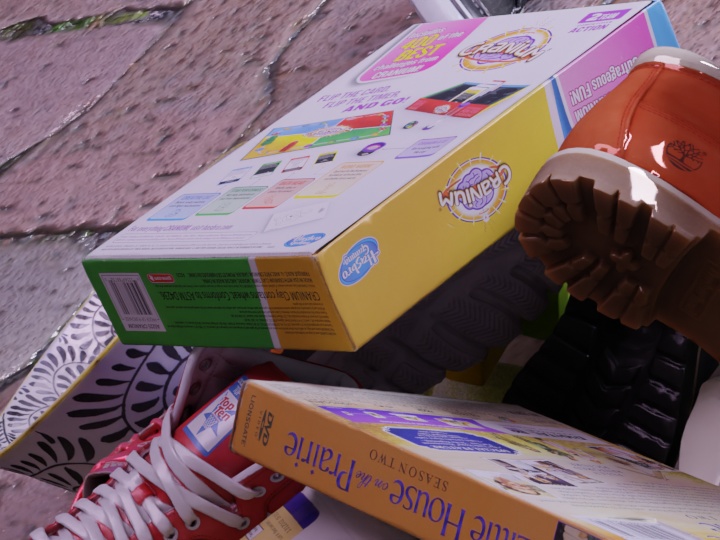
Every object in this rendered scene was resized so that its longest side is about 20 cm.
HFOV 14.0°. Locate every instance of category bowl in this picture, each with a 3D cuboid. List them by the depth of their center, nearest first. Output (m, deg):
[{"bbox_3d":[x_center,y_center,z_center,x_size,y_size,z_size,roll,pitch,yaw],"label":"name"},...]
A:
[{"bbox_3d":[-0.084,0.044,1.406,0.201,0.094,0.201,-47,10,11],"label":"bowl"}]

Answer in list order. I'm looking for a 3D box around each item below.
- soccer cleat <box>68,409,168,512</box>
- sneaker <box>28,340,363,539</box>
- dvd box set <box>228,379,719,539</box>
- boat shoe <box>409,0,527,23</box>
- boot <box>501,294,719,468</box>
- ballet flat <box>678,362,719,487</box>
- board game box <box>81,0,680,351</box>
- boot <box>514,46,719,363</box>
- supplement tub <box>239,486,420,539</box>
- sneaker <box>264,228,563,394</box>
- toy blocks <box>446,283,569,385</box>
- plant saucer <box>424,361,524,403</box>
[{"bbox_3d":[-0.081,0.093,1.246,0.068,0.073,0.200,-19,28,34],"label":"soccer cleat"},{"bbox_3d":[-0.080,0.094,1.115,0.199,0.113,0.071,-21,49,-34],"label":"sneaker"},{"bbox_3d":[0.072,0.081,1.000,0.200,0.146,0.030,20,99,45],"label":"dvd box set"},{"bbox_3d":[0.067,-0.172,1.657,0.071,0.072,0.200,-34,22,14],"label":"boat shoe"},{"bbox_3d":[0.130,0.042,1.203,0.077,0.138,0.201,26,97,28],"label":"boot"},{"bbox_3d":[0.160,0.055,1.124,0.067,0.071,0.200,-15,31,31],"label":"ballet flat"},{"bbox_3d":[0.011,-0.038,1.141,0.200,0.040,0.153,-37,22,-32],"label":"board game box"},{"bbox_3d":[0.164,-0.005,1.081,0.107,0.200,0.075,-55,1,-41],"label":"boot"},{"bbox_3d":[-0.040,0.184,1.056,0.200,0.146,0.145,-37,24,-5],"label":"supplement tub"},{"bbox_3d":[0.000,0.000,1.213,0.200,0.078,0.112,-40,44,14],"label":"sneaker"},{"bbox_3d":[0.071,-0.016,1.313,0.136,0.100,0.200,-12,14,-37],"label":"toy blocks"},{"bbox_3d":[-0.021,0.120,1.269,0.199,0.048,0.200,-24,27,23],"label":"plant saucer"}]
